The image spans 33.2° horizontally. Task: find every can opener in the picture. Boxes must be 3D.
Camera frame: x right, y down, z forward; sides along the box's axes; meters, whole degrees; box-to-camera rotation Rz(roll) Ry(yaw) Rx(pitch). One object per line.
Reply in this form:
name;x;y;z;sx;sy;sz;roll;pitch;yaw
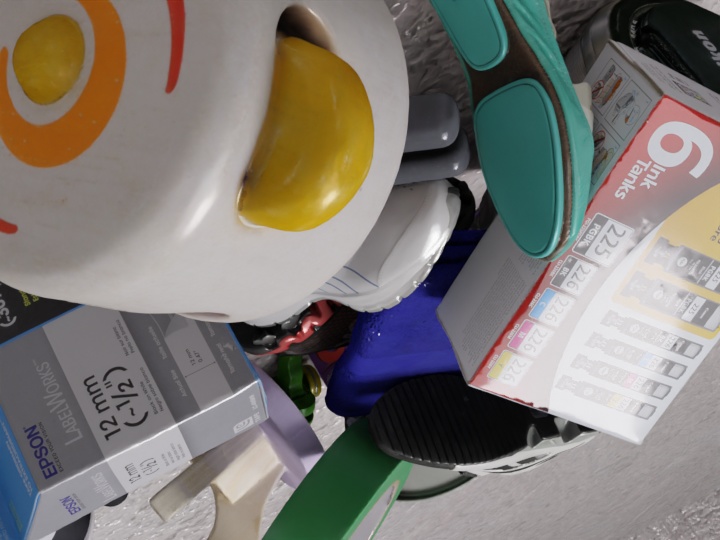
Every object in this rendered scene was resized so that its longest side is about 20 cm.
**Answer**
can opener;-0.040;-0.050;0.672;0.200;0.067;0.053;-6;145;16

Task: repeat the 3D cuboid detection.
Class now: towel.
towel;0.059;0.034;0.845;0.148;0.050;0.200;-7;150;-17

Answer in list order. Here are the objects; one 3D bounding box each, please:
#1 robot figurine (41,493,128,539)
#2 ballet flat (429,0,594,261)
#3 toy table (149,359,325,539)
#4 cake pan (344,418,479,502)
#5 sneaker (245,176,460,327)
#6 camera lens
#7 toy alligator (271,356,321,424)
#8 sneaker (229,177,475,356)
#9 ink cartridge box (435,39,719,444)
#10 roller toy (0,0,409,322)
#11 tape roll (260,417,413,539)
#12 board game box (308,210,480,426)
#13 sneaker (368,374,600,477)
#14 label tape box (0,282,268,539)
robot figurine;-0.251;0.153;0.815;0.125;0.150;0.200;-59;164;-23
ballet flat;0.090;-0.107;0.651;0.070;0.200;0.067;-22;-177;-36
toy table;-0.111;0.145;0.920;0.117;0.184;0.200;-40;165;-16
cake pan;0.065;0.103;1.032;0.200;0.200;0.037;-37;122;11
sneaker;-0.030;-0.019;0.728;0.200;0.075;0.087;-18;136;37
camera lens;0.191;-0.078;0.847;0.160;0.160;0.200;-12;149;-37
toy alligator;-0.074;0.140;1.075;0.059;0.054;0.200;-16;151;-31
sneaker;0.000;0.000;0.880;0.200;0.071;0.098;-34;155;8
ink cartridge box;0.174;-0.005;0.719;0.176;0.084;0.200;20;115;-23
roller toy;-0.085;-0.070;0.505;0.182;0.200;0.140;-37;155;24
tape roll;-0.031;0.204;0.889;0.200;0.048;0.200;-53;166;-19
board game box;0.060;0.050;0.984;0.200;0.120;0.032;-37;150;10
sneaker;0.090;0.124;0.890;0.200;0.074;0.089;0;146;-26
label tape box;-0.174;0.063;0.705;0.200;0.143;0.066;-26;155;-13
